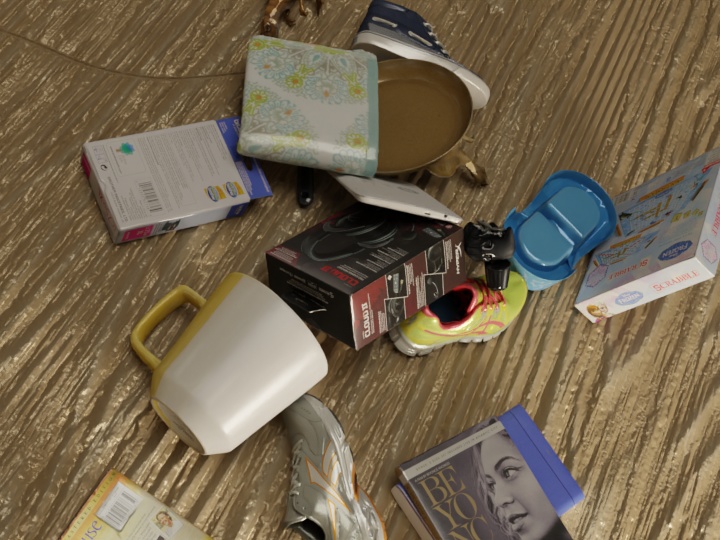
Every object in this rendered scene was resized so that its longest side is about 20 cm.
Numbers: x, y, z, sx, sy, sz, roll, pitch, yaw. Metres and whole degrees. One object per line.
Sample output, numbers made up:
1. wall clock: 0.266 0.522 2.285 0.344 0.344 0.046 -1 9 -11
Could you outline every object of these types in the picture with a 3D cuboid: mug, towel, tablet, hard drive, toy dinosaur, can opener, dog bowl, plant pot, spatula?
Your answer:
1. mug: -0.147 0.107 1.265 0.153 0.186 0.150 -46 116 -22
2. towel: -0.061 -0.203 1.471 0.169 0.048 0.201 7 50 -8
3. tablet: 0.036 -0.095 1.433 0.129 0.200 0.014 12 102 -16
4. hard drive: 0.147 0.252 1.356 0.199 0.025 0.132 -27 75 -33
5. toy dinosaur: -0.096 -0.396 1.605 0.105 0.061 0.202 10 58 -16
6. toy dinosaur: 0.086 -0.164 1.547 0.198 0.058 0.102 9 56 -21
7. can opener: 0.145 -0.033 1.443 0.063 0.079 0.200 9 13 -4
8. dog bowl: 0.250 -0.049 1.557 0.112 0.050 0.200 46 53 6
9. plant pot: 0.045 -0.191 1.522 0.198 0.028 0.202 -5 52 7
10. spatula: -0.070 -0.169 1.505 0.056 0.021 0.202 -6 66 5

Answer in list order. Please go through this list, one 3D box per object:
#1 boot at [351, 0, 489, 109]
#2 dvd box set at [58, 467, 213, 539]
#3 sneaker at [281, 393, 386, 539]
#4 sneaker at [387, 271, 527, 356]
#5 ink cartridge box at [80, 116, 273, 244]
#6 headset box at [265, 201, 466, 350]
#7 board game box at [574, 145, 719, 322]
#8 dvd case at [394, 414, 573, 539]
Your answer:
1. boot: 0.091 -0.296 1.618 0.198 0.073 0.091 24 61 -8
2. dvd box set: -0.204 0.307 1.161 0.199 0.029 0.147 35 55 -3
3. sneaker: -0.050 0.225 1.262 0.091 0.076 0.201 -18 67 -23
4. sneaker: 0.132 0.041 1.432 0.199 0.090 0.079 -22 71 -32
5. ink cartridge box: -0.213 -0.109 1.402 0.198 0.042 0.120 -16 69 -27
6. headset box: 0.000 0.000 1.366 0.199 0.078 0.148 -29 37 -33
7. board game box: 0.378 -0.046 1.520 0.041 0.199 0.200 40 53 -18
8. dvd case: 0.146 0.272 1.315 0.148 0.016 0.201 -21 70 -32
